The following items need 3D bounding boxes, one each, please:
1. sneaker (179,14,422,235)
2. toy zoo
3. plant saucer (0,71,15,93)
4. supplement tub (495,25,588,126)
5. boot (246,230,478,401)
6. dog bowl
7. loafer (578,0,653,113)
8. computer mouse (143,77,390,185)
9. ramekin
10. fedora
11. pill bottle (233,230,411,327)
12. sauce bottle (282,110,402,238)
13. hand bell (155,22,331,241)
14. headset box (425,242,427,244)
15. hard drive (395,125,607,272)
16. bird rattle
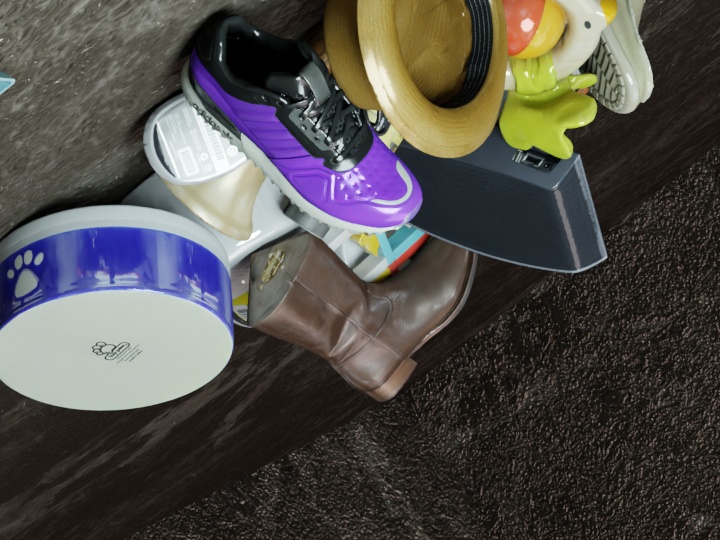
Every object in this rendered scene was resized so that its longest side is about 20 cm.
[{"bbox_3d":[-0.037,-0.106,1.461,0.070,0.200,0.100,-52,177,-31],"label":"sneaker"},{"bbox_3d":[0.024,-0.012,1.878,0.200,0.020,0.132,-42,132,-24],"label":"toy zoo"},{"bbox_3d":[-0.275,-0.101,1.208,0.070,0.019,0.200,-36,172,16],"label":"plant saucer"},{"bbox_3d":[0.135,-0.175,1.810,0.200,0.122,0.123,-50,180,-28],"label":"supplement tub"},{"bbox_3d":[0.000,0.000,1.806,0.200,0.064,0.187,36,78,-41],"label":"boot"},{"bbox_3d":[-0.202,0.033,1.684,0.199,0.079,0.200,-5,148,-3],"label":"dog bowl"},{"bbox_3d":[0.206,-0.216,1.718,0.068,0.201,0.076,-9,146,-12],"label":"loafer"},{"bbox_3d":[-0.073,-0.128,1.594,0.199,0.110,0.044,-21,-165,-6],"label":"computer mouse"},{"bbox_3d":[-0.117,-0.043,1.816,0.200,0.098,0.200,-33,171,-6],"label":"ramekin"},{"bbox_3d":[0.031,-0.171,1.503,0.082,0.202,0.200,-7,-173,33],"label":"fedora"},{"bbox_3d":[-0.047,-0.010,1.985,0.200,0.115,0.114,-9,-168,47],"label":"pill bottle"},{"bbox_3d":[0.005,-0.121,1.720,0.200,0.066,0.066,-57,169,4],"label":"sauce bottle"},{"bbox_3d":[-0.064,-0.131,1.647,0.200,0.104,0.104,-48,168,13],"label":"hand bell"},{"bbox_3d":[0.077,-0.103,2.008,0.200,0.149,0.075,-41,170,38],"label":"headset box"},{"bbox_3d":[0.103,-0.066,1.746,0.042,0.199,0.135,-51,140,-28],"label":"hard drive"},{"bbox_3d":[0.108,-0.188,1.630,0.163,0.199,0.113,-50,-161,39],"label":"bird rattle"}]
